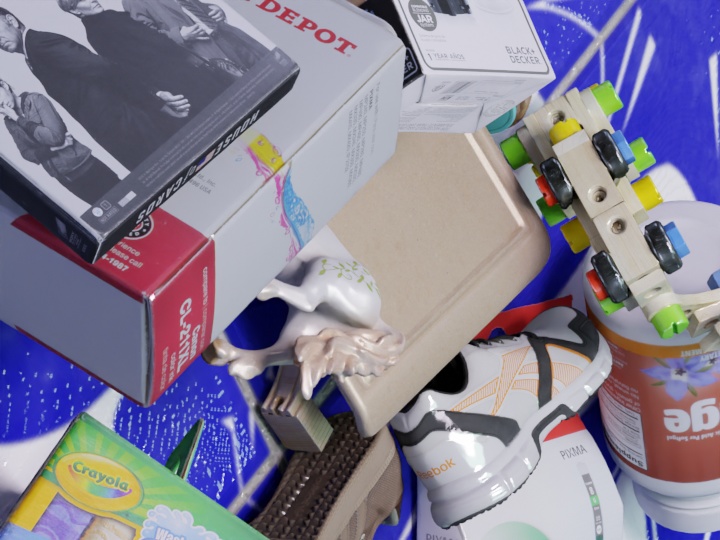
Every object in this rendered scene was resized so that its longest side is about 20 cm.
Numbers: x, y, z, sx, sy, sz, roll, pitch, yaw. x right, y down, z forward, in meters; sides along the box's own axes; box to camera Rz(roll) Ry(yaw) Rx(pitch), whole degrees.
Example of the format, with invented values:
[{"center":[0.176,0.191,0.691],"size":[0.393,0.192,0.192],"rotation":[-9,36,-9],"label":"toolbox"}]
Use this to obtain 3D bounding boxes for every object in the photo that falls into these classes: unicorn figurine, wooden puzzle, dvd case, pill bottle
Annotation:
[{"center":[-0.042,-0.022,1.484],"size":[0.137,0.074,0.201],"rotation":[-11,69,-39],"label":"unicorn figurine"},{"center":[0.005,-0.040,1.611],"size":[0.185,0.037,0.201],"rotation":[-42,111,-40],"label":"wooden puzzle"},{"center":[-0.145,-0.110,1.332],"size":[0.150,0.200,0.025],"rotation":[-43,168,-39],"label":"dvd case"},{"center":[0.198,0.063,1.824],"size":[0.112,0.112,0.201],"rotation":[-52,147,-33],"label":"pill bottle"}]

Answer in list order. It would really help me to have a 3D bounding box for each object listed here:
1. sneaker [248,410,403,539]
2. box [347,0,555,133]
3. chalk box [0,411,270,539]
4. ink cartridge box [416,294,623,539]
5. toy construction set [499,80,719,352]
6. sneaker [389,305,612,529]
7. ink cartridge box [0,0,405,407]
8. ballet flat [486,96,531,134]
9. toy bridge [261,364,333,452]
[{"center":[-0.033,0.163,1.594],"size":[0.200,0.070,0.076],"rotation":[-49,132,-35],"label":"sneaker"},{"center":[0.010,-0.171,1.526],"size":[0.116,0.060,0.201],"rotation":[-4,67,-52],"label":"box"},{"center":[-0.120,0.160,1.402],"size":[0.123,0.124,0.200],"rotation":[35,61,-1],"label":"chalk box"},{"center":[0.095,0.126,1.771],"size":[0.160,0.050,0.201],"rotation":[-12,107,-51],"label":"ink cartridge box"},{"center":[0.152,-0.024,1.689],"size":[0.092,0.200,0.131],"rotation":[-43,158,-1],"label":"toy construction set"},{"center":[0.079,0.061,1.688],"size":[0.080,0.074,0.200],"rotation":[56,33,-9],"label":"sneaker"},{"center":[-0.092,-0.055,1.400],"size":[0.200,0.145,0.083],"rotation":[-46,155,-33],"label":"ink cartridge box"},{"center":[0.057,-0.172,1.668],"size":[0.072,0.067,0.201],"rotation":[-68,144,-50],"label":"ballet flat"},{"center":[0.000,0.000,1.644],"size":[0.201,0.027,0.067],"rotation":[-59,135,-27],"label":"toy bridge"}]
